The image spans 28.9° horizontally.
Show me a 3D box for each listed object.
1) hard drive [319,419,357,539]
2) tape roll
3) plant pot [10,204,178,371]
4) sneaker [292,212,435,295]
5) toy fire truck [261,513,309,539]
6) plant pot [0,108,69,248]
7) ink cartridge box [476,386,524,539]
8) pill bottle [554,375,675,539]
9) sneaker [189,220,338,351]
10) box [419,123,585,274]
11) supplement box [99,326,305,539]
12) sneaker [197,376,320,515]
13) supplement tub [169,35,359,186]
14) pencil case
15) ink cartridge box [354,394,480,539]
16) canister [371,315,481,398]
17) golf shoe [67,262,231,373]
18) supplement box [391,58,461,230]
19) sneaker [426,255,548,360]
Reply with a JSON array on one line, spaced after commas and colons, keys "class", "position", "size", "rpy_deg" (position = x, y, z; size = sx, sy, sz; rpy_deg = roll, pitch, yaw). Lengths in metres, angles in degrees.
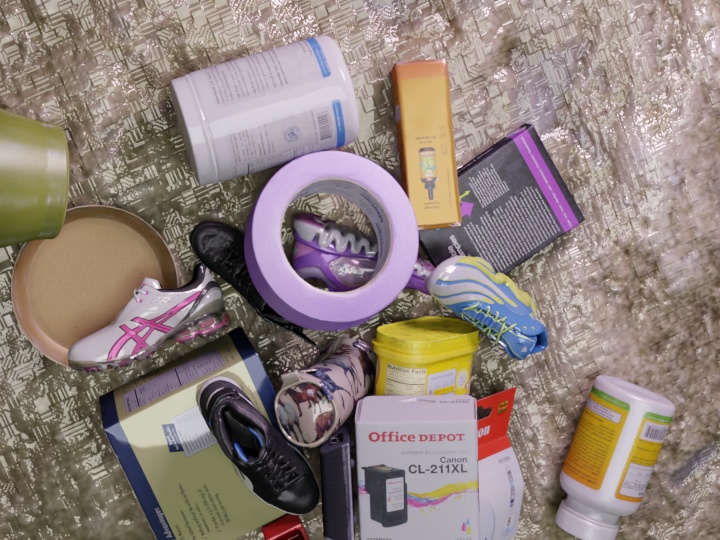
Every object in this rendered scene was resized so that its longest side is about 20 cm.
[{"class": "hard drive", "position": [-0.026, 0.253, 1.677], "size": [0.042, 0.200, 0.137], "rpy_deg": [-3, 92, 0]}, {"class": "tape roll", "position": [-0.034, -0.034, 1.633], "size": [0.197, 0.066, 0.203], "rpy_deg": [3, 79, -14]}, {"class": "plant pot", "position": [-0.317, 0.020, 1.676], "size": [0.197, 0.027, 0.203], "rpy_deg": [-2, 101, -12]}, {"class": "sneaker", "position": [0.000, 0.000, 1.723], "size": [0.198, 0.081, 0.090], "rpy_deg": [18, 101, -10]}, {"class": "toy fire truck", "position": [-0.073, 0.365, 1.725], "size": [0.048, 0.141, 0.202], "rpy_deg": [-25, 115, -7]}, {"class": "plant pot", "position": [-0.428, -0.103, 1.553], "size": [0.190, 0.200, 0.203], "rpy_deg": [2, 100, -24]}, {"class": "ink cartridge box", "position": [0.152, 0.262, 1.764], "size": [0.159, 0.047, 0.203], "rpy_deg": [-13, 117, -48]}, {"class": "pill bottle", "position": [0.325, 0.249, 1.823], "size": [0.110, 0.111, 0.202], "rpy_deg": [18, 96, -15]}, {"class": "sneaker", "position": [-0.118, 0.017, 1.680], "size": [0.199, 0.104, 0.060], "rpy_deg": [41, 91, -17]}, {"class": "box", "position": [0.166, -0.071, 1.766], "size": [0.199, 0.036, 0.144], "rpy_deg": [-34, 105, -6]}, {"class": "supplement box", "position": [-0.184, 0.212, 1.686], "size": [0.198, 0.134, 0.202], "rpy_deg": [-25, 105, -7]}, {"class": "sneaker", "position": [-0.111, 0.216, 1.576], "size": [0.073, 0.112, 0.201], "rpy_deg": [-40, 107, -3]}, {"class": "supplement tub", "position": [-0.111, -0.187, 1.630], "size": [0.197, 0.132, 0.134], "rpy_deg": [-16, 104, -9]}, {"class": "pencil case", "position": [-0.039, 0.138, 1.679], "size": [0.077, 0.200, 0.091], "rpy_deg": [-6, 101, 17]}, {"class": "ink cartridge box", "position": [0.068, 0.257, 1.650], "size": [0.144, 0.083, 0.203], "rpy_deg": [-2, 104, 5]}, {"class": "canister", "position": [0.075, 0.170, 1.743], "size": [0.148, 0.086, 0.203], "rpy_deg": [-8, 108, -49]}, {"class": "golf shoe", "position": [-0.257, 0.058, 1.650], "size": [0.198, 0.072, 0.093], "rpy_deg": [-21, 99, -19]}, {"class": "supplement box", "position": [0.079, -0.150, 1.694], "size": [0.066, 0.069, 0.203], "rpy_deg": [-5, 89, -5]}, {"class": "sneaker", "position": [0.169, 0.049, 1.715], "size": [0.199, 0.105, 0.076], "rpy_deg": [20, 113, -44]}]
